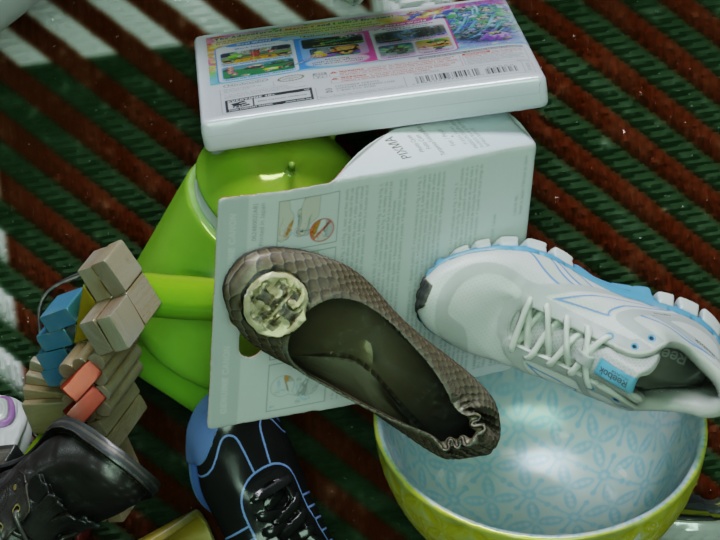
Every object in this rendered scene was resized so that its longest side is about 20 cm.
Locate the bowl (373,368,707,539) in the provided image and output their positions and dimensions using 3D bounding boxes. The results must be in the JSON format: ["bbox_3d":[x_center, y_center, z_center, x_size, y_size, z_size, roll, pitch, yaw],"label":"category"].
[{"bbox_3d":[0.107,0.126,1.609,0.200,0.200,0.108,-2,132,-2],"label":"bowl"}]

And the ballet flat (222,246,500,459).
[{"bbox_3d":[0.006,0.052,1.493,0.200,0.046,0.067,37,104,-29],"label":"ballet flat"}]

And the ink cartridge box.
[{"bbox_3d":[0.000,0.000,1.533,0.200,0.047,0.160,-10,125,-22],"label":"ink cartridge box"}]

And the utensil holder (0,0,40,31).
[{"bbox_3d":[-0.233,-0.231,1.588,0.200,0.170,0.170,-36,90,-4],"label":"utensil holder"}]

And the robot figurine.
[{"bbox_3d":[-0.067,-0.007,1.590,0.116,0.175,0.200,35,124,3],"label":"robot figurine"}]

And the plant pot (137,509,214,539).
[{"bbox_3d":[-0.158,0.279,1.574,0.176,0.200,0.200,-23,89,11],"label":"plant pot"}]

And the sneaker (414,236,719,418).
[{"bbox_3d":[0.130,0.039,1.521,0.200,0.087,0.075,13,111,-15],"label":"sneaker"}]

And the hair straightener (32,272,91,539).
[{"bbox_3d":[-0.188,0.085,1.641,0.077,0.041,0.200,14,94,-1],"label":"hair straightener"}]

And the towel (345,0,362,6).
[{"bbox_3d":[-0.047,-0.256,1.591,0.200,0.171,0.048,44,71,0],"label":"towel"}]

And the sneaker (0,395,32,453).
[{"bbox_3d":[-0.258,0.168,1.612,0.075,0.100,0.200,18,67,28],"label":"sneaker"}]

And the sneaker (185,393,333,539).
[{"bbox_3d":[-0.044,0.162,1.590,0.070,0.078,0.200,-31,121,-24],"label":"sneaker"}]

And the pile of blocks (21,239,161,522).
[{"bbox_3d":[-0.168,0.074,1.541,0.082,0.062,0.200,17,128,13],"label":"pile of blocks"}]

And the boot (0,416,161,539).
[{"bbox_3d":[-0.205,0.176,1.474,0.069,0.200,0.174,42,59,-19],"label":"boot"}]

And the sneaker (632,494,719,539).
[{"bbox_3d":[0.261,0.191,1.649,0.200,0.074,0.085,8,102,2],"label":"sneaker"}]

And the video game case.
[{"bbox_3d":[0.002,-0.120,1.588,0.200,0.182,0.024,-8,111,-2],"label":"video game case"}]
